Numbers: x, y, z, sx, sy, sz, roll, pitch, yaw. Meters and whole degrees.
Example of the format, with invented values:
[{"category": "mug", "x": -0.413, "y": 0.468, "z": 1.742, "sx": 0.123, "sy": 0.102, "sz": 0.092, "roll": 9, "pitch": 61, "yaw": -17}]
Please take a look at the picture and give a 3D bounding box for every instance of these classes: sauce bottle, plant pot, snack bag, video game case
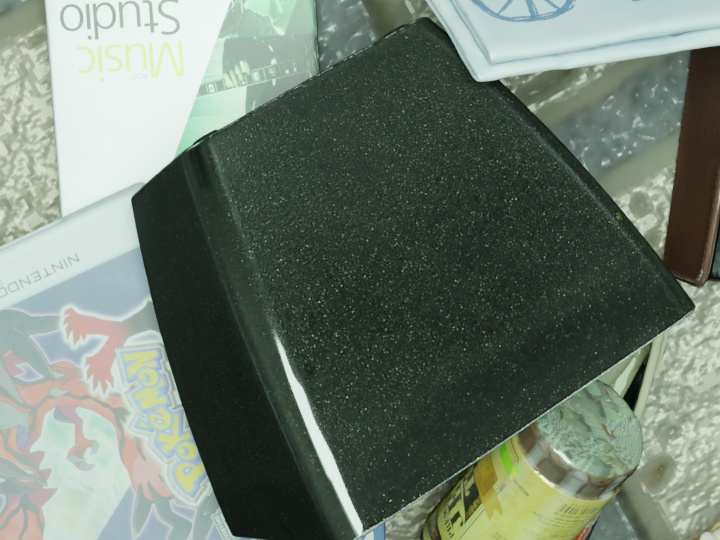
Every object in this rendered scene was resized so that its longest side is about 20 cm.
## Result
[{"category": "sauce bottle", "x": 0.068, "y": 0.132, "z": 0.847, "sx": 0.064, "sy": 0.065, "sz": 0.201, "roll": 29, "pitch": 131, "yaw": -5}, {"category": "plant pot", "x": 0.000, "y": 0.000, "z": 0.791, "sx": 0.198, "sy": 0.200, "sz": 0.179, "roll": -31, "pitch": 94, "yaw": -19}, {"category": "snack bag", "x": 0.098, "y": -0.170, "z": 0.806, "sx": 0.186, "sy": 0.201, "sz": 0.022, "roll": -12, "pitch": 141, "yaw": -21}, {"category": "video game case", "x": -0.152, "y": 0.081, "z": 0.882, "sx": 0.181, "sy": 0.023, "sz": 0.202, "roll": -24, "pitch": 105, "yaw": 4}]

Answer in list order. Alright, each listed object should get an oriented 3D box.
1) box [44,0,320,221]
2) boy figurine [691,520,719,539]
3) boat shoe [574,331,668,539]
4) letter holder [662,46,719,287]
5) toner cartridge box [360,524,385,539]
[{"category": "box", "x": -0.092, "y": -0.101, "z": 0.882, "sx": 0.142, "sy": 0.036, "sz": 0.203, "roll": -4, "pitch": 97, "yaw": -3}, {"category": "boy figurine", "x": 0.184, "y": 0.154, "z": 0.882, "sx": 0.198, "sy": 0.125, "sz": 0.065, "roll": -28, "pitch": 69, "yaw": -12}, {"category": "boat shoe", "x": 0.113, "y": 0.096, "z": 0.896, "sx": 0.070, "sy": 0.063, "sz": 0.202, "roll": 22, "pitch": 96, "yaw": -6}, {"category": "letter holder", "x": 0.229, "y": -0.085, "z": 0.844, "sx": 0.099, "sy": 0.142, "sz": 0.203, "roll": 7, "pitch": 95, "yaw": -3}, {"category": "toner cartridge box", "x": -0.008, "y": 0.213, "z": 0.885, "sx": 0.043, "sy": 0.095, "sz": 0.203, "roll": -1, "pitch": 95, "yaw": -1}]
